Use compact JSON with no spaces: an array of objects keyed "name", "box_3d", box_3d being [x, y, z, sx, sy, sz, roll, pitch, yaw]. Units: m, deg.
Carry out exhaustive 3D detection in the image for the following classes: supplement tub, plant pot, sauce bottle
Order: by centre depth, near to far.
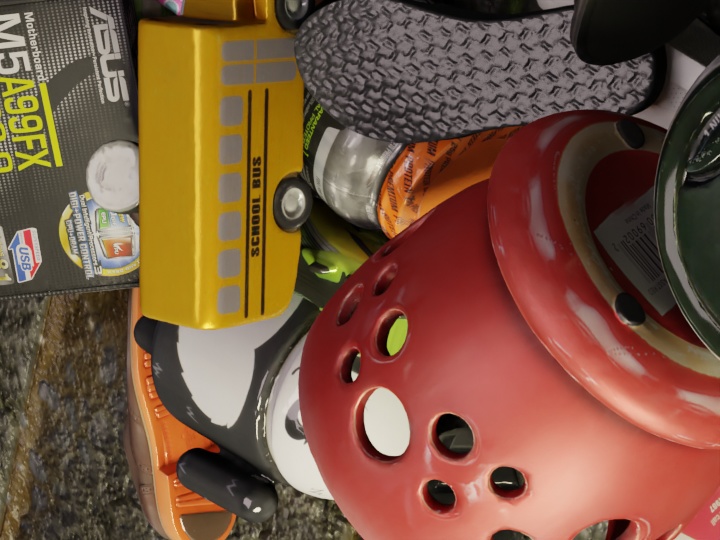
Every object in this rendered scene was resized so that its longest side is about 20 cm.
[{"name":"plant pot","box_3d":[0.099,0.041,1.038,0.182,0.200,0.201,-44,67,41]},{"name":"supplement tub","box_3d":[-0.001,-0.107,1.238,0.200,0.122,0.123,48,129,29]},{"name":"sauce bottle","box_3d":[-0.106,-0.050,1.303,0.066,0.200,0.066,-1,87,18]}]

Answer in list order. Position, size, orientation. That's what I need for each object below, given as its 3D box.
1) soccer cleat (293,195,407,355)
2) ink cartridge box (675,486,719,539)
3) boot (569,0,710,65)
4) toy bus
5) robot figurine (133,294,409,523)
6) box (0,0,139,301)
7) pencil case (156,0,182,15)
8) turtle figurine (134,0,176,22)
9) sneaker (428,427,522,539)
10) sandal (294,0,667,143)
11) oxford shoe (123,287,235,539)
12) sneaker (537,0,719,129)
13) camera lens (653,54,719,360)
[{"name":"soccer cleat","box_3d":[0.000,-0.001,1.232,0.200,0.084,0.065,31,134,32]},{"name":"ink cartridge box","box_3d":[0.233,0.193,1.078,0.200,0.083,0.145,55,128,22]},{"name":"boot","box_3d":[0.110,-0.216,1.025,0.200,0.069,0.174,98,155,-46]},{"name":"toy bus","box_3d":[-0.074,-0.075,1.174,0.065,0.078,0.200,12,106,43]},{"name":"robot figurine","box_3d":[-0.045,0.057,1.315,0.200,0.125,0.151,26,124,40]},{"name":"box","box_3d":[-0.206,-0.080,1.360,0.160,0.044,0.200,-5,117,5]},{"name":"pencil case","box_3d":[-0.057,-0.228,1.300,0.087,0.087,0.200,50,130,27]},{"name":"turtle figurine","box_3d":[-0.206,-0.139,1.410,0.194,0.200,0.144,2,63,25]},{"name":"sneaker","box_3d":[0.058,0.192,1.272,0.075,0.079,0.200,0,76,7]},{"name":"sandal","box_3d":[0.061,-0.103,1.122,0.200,0.048,0.075,5,103,25]},{"name":"oxford shoe","box_3d":[-0.134,0.084,1.456,0.073,0.071,0.200,6,103,51]},{"name":"sneaker","box_3d":[0.145,-0.071,1.129,0.200,0.074,0.116,43,123,30]},{"name":"camera lens","box_3d":[0.237,-0.032,0.948,0.160,0.200,0.160,12,106,44]}]
